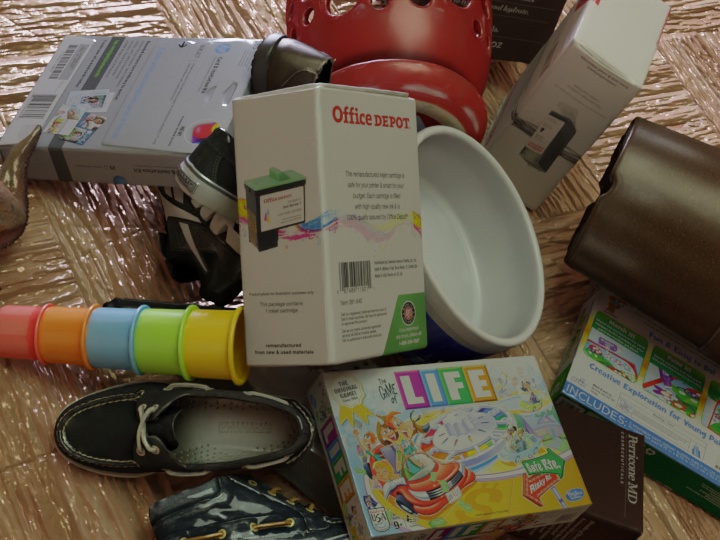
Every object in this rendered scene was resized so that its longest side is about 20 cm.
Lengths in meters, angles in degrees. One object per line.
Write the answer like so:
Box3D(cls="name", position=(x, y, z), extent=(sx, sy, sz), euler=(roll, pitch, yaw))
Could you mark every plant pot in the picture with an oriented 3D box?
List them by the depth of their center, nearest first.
Box3D(cls="plant pot", position=(0.305, -0.032, 1.271), extent=(0.197, 0.201, 0.201), euler=(27, 47, 6))
Box3D(cls="plant pot", position=(0.028, -0.189, 1.302), extent=(0.198, 0.201, 0.184), euler=(10, 60, -19))

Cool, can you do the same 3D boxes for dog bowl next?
Box3D(cls="dog bowl", position=(0.073, -0.018, 1.212), extent=(0.199, 0.078, 0.202), euler=(29, 49, -40))

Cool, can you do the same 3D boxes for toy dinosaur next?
Box3D(cls="toy dinosaur", position=(-0.308, -0.035, 1.093), extent=(0.135, 0.086, 0.200), euler=(43, 44, 9))

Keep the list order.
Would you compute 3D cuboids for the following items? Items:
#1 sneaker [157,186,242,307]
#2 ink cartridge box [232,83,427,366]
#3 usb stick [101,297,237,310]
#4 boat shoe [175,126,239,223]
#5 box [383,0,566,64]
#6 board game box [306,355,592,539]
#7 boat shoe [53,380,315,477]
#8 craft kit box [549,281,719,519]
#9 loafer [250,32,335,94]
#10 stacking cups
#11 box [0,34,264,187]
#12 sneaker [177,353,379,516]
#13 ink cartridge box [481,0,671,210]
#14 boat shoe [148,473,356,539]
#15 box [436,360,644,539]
Box3D(cls="sneaker", position=(-0.144, -0.040, 1.184), extent=(0.066, 0.091, 0.200), euler=(23, 18, -44))
Box3D(cls="ink cartridge box", position=(-0.021, -0.034, 1.064), extent=(0.144, 0.083, 0.203), euler=(-5, 92, -58))
Box3D(cls="usb stick", position=(-0.114, 0.049, 1.139), extent=(0.198, 0.055, 0.033), euler=(7, 63, -21))
Box3D(cls="boat shoe", position=(-0.067, -0.062, 1.122), extent=(0.069, 0.057, 0.199), euler=(44, 13, 31))
Box3D(cls="box", position=(0.125, -0.349, 1.442), extent=(0.164, 0.201, 0.165), euler=(5, 38, -22))
Box3D(cls="board game box", position=(0.069, 0.138, 1.077), extent=(0.198, 0.034, 0.136), euler=(-3, 58, -29))
Box3D(cls="boat shoe", position=(-0.133, 0.119, 1.034), extent=(0.197, 0.060, 0.075), euler=(4, 82, 1))
Box3D(cls="craft kit box", position=(0.287, 0.103, 1.304), extent=(0.199, 0.049, 0.198), euler=(31, 50, -1))
Box3D(cls="loafer", position=(-0.046, -0.103, 1.200), extent=(0.070, 0.202, 0.073), euler=(10, 40, 24))
Box3D(cls="stacking cups", position=(-0.183, 0.054, 1.051), extent=(0.198, 0.061, 0.061), euler=(1, 49, 10))
Box3D(cls="box", position=(-0.188, -0.139, 1.194), extent=(0.198, 0.041, 0.157), euler=(3, 47, 17))
Box3D(cls="sneaker", position=(-0.051, 0.098, 1.129), extent=(0.200, 0.074, 0.116), euler=(41, 44, -3))
Box3D(cls="ink cartridge box", position=(0.206, -0.177, 1.370), extent=(0.084, 0.200, 0.146), euler=(33, 48, -6))
Box3D(cls="boat shoe", position=(-0.058, 0.192, 1.046), extent=(0.198, 0.071, 0.092), euler=(-9, 64, -29))
Box3D(cls="box", position=(0.135, 0.163, 1.164), extent=(0.198, 0.075, 0.101), euler=(21, 49, -13))
